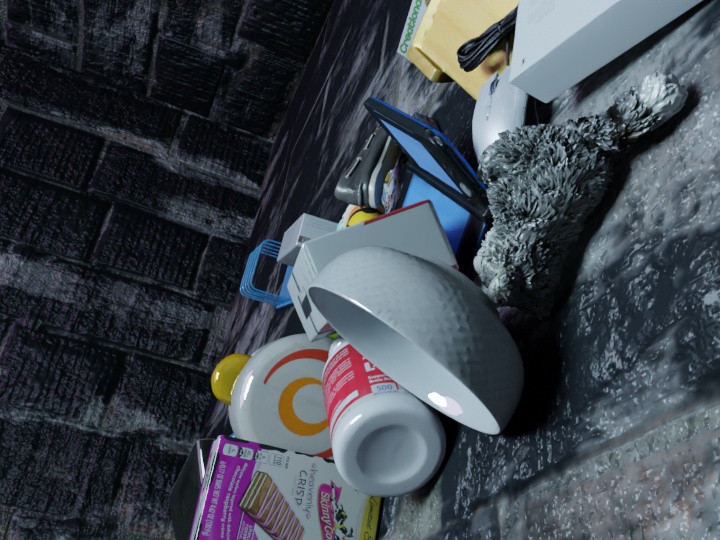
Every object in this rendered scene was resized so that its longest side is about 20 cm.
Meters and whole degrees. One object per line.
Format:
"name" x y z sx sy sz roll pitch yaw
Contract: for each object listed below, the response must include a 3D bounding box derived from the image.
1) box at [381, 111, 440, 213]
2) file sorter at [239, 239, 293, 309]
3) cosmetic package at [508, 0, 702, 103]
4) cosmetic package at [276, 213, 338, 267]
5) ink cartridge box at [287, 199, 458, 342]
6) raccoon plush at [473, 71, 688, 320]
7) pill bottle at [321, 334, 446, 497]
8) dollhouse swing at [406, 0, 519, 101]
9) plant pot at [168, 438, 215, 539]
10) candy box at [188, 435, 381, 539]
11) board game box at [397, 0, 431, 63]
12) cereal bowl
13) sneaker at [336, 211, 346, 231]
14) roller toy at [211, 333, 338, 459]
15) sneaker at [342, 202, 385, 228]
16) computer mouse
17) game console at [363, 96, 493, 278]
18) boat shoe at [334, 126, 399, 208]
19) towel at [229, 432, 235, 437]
"box" 0.076 -0.124 0.988 0.200 0.040 0.137 -97 29 -58
"file sorter" -0.220 0.010 1.754 0.200 0.122 0.139 159 127 -71
"cosmetic package" 0.211 -0.252 0.575 0.200 0.052 0.151 -28 44 58
"cosmetic package" -0.100 -0.052 1.428 0.200 0.102 0.074 153 132 -69
"ink cartridge box" 0.004 0.008 0.782 0.200 0.144 0.084 130 119 -74
"raccoon plush" 0.154 -0.048 0.532 0.200 0.097 0.134 134 142 -59
"pill bottle" 0.017 0.139 0.756 0.200 0.112 0.112 -111 41 -67
"dollhouse swing" 0.182 -0.299 0.816 0.182 0.176 0.200 -24 -32 -50
"plant pot" -0.156 0.370 1.003 0.200 0.199 0.178 121 147 -41
"candy box" -0.082 0.276 0.784 0.061 0.200 0.137 136 147 -62
"board game box" 0.123 -0.368 0.875 0.126 0.035 0.200 -32 -25 -37
"cereal bowl" 0.056 0.046 0.593 0.083 0.200 0.200 -52 11 -13
"sneaker" -0.016 -0.035 1.128 0.140 0.078 0.200 -110 33 -70
"roller toy" -0.082 0.178 0.924 0.140 0.200 0.183 152 100 -71
"sneaker" 0.000 0.000 0.988 0.090 0.070 0.200 -92 6 -49
"computer mouse" 0.142 -0.172 0.703 0.110 0.044 0.200 -21 64 48
"game console" 0.057 -0.084 0.798 0.118 0.171 0.200 -46 33 2
"boat shoe" 0.014 -0.153 0.963 0.200 0.057 0.067 -69 -18 -51
"towel" -0.147 0.264 1.114 0.200 0.049 0.112 -43 -31 -6
